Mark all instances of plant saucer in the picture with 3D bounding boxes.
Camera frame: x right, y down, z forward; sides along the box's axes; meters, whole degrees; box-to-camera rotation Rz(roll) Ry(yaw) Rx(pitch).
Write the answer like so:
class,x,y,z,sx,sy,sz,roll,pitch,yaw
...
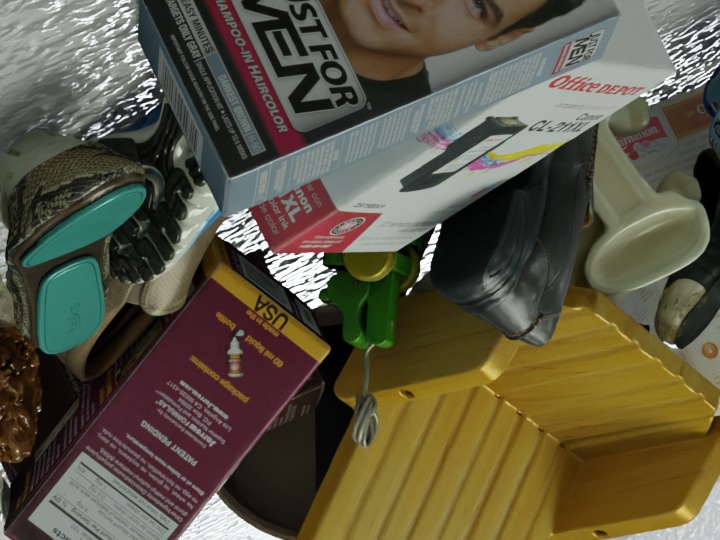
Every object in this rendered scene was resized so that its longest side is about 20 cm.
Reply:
class,x,y,z,sx,sy,sz,roll,pitch,yaw
plant saucer,-0.010,0.107,2.006,0.200,0.200,0.030,-24,141,-9

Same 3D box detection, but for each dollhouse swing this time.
class,x,y,z,sx,sy,sz,roll,pitch,yaw
dollhouse swing,0.091,0.131,1.758,0.181,0.176,0.200,-14,139,42

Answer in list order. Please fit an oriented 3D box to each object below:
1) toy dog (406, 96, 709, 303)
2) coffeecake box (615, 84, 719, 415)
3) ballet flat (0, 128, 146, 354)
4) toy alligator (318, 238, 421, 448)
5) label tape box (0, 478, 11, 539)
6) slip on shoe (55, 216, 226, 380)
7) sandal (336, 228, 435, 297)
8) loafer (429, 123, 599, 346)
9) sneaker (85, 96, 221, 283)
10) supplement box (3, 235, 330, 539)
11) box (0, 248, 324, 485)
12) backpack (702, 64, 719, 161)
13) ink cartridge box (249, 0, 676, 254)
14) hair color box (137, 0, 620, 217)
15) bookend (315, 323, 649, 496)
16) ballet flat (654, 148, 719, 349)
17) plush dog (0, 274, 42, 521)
class,x,y,z,sx,sy,sz,roll,pitch,yaw
toy dog,0.122,-0.024,1.844,0.194,0.140,0.200,-45,177,3
coffeecake box,0.241,-0.017,1.977,0.153,0.200,0.073,-21,168,-20
ballet flat,-0.152,-0.025,1.468,0.068,0.075,0.200,-25,164,-20
toy alligator,0.000,0.000,1.721,0.054,0.201,0.059,10,174,20
label tape box,-0.275,0.158,1.750,0.144,0.063,0.200,-26,130,0
slip on shoe,-0.113,-0.005,1.653,0.200,0.061,0.076,-35,164,35
sandal,0.008,-0.013,1.845,0.201,0.057,0.080,128,-14,-72
loafer,0.100,-0.046,1.680,0.073,0.072,0.200,-15,-139,45
sneaker,-0.074,-0.058,1.495,0.090,0.079,0.200,-28,177,-44
supplement box,-0.113,0.087,1.732,0.200,0.086,0.110,-51,-170,5
box,-0.132,0.076,1.851,0.200,0.100,0.075,-23,167,-13
backpack,0.293,-0.107,1.840,0.200,0.135,0.183,-16,154,-46
ink cartridge box,0.045,-0.092,1.570,0.200,0.083,0.146,-32,166,26
hair color box,0.008,-0.113,1.378,0.200,0.099,0.061,-23,166,-12
bookend,0.077,0.133,1.903,0.198,0.201,0.092,2,175,-20
ballet flat,0.211,-0.011,1.865,0.067,0.057,0.200,-63,176,34
plush dog,-0.215,0.019,1.387,0.161,0.200,0.172,-57,-171,-20
